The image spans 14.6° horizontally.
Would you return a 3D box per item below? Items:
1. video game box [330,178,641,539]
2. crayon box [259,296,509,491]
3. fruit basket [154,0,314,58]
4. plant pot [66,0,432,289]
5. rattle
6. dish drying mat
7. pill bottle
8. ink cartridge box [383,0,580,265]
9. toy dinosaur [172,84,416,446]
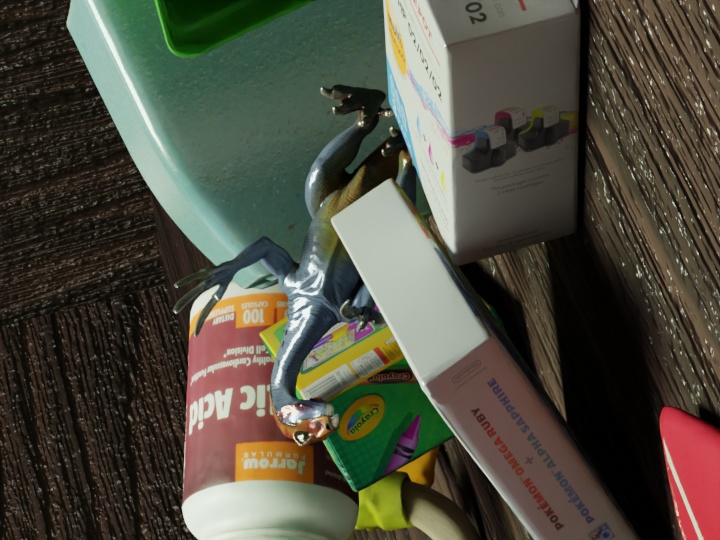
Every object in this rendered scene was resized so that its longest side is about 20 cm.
[{"bbox_3d":[0.069,0.067,1.384,0.183,0.047,0.200,56,-178,-27],"label":"video game box"},{"bbox_3d":[0.018,0.052,1.648,0.058,0.118,0.200,61,177,-15],"label":"crayon box"},{"bbox_3d":[-0.043,-0.203,1.446,0.216,0.155,0.216,59,167,22],"label":"fruit basket"},{"bbox_3d":[-0.046,-0.101,1.658,0.196,0.195,0.201,154,95,-82],"label":"plant pot"},{"bbox_3d":[0.051,0.224,1.938,0.200,0.130,0.143,51,-176,-3],"label":"rattle"},{"bbox_3d":[0.160,0.109,1.129,0.200,0.018,0.077,-137,35,-77],"label":"dish drying mat"},{"bbox_3d":[-0.057,0.116,1.791,0.114,0.113,0.201,94,177,-66],"label":"pill bottle"},{"bbox_3d":[0.055,-0.113,1.309,0.201,0.067,0.116,86,167,-51],"label":"ink cartridge box"},{"bbox_3d":[0.000,0.000,1.526,0.105,0.200,0.182,32,126,26],"label":"toy dinosaur"}]
